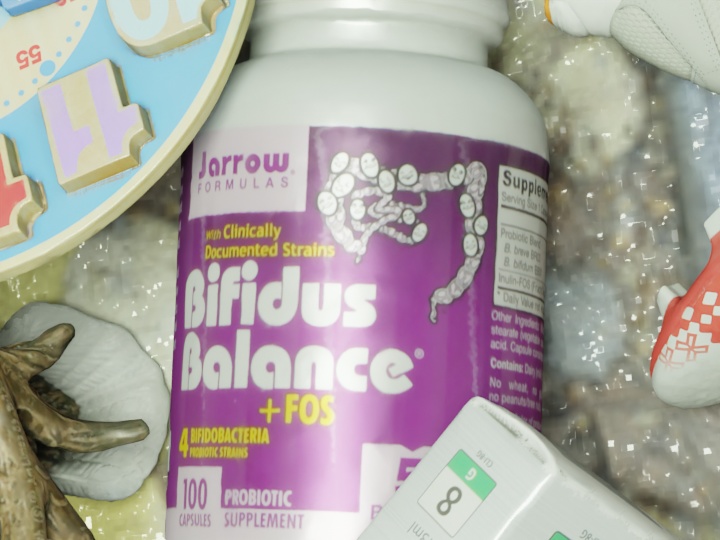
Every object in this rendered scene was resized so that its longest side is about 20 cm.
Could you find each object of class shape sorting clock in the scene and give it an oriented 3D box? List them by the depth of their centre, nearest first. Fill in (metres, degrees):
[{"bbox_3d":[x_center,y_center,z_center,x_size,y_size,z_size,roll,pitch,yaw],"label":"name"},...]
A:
[{"bbox_3d":[-0.125,-0.087,0.877,0.199,0.039,0.201,-5,72,16],"label":"shape sorting clock"}]

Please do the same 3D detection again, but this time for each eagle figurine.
[{"bbox_3d":[-0.172,0.073,0.928,0.200,0.151,0.152,-31,30,37],"label":"eagle figurine"}]

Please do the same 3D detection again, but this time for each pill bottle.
[{"bbox_3d":[0.000,0.000,0.886,0.112,0.112,0.201,0,83,14],"label":"pill bottle"}]

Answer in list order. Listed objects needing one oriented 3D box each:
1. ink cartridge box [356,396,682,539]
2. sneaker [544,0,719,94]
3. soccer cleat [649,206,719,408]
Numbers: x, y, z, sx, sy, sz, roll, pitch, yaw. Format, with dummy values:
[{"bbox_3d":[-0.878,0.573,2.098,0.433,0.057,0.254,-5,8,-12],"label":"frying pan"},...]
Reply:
[{"bbox_3d":[0.027,0.153,0.838,0.200,0.161,0.050,-52,41,1],"label":"ink cartridge box"},{"bbox_3d":[0.141,-0.142,0.897,0.092,0.076,0.200,31,99,8],"label":"sneaker"},{"bbox_3d":[0.166,-0.003,0.844,0.200,0.069,0.085,-37,66,27],"label":"soccer cleat"}]
